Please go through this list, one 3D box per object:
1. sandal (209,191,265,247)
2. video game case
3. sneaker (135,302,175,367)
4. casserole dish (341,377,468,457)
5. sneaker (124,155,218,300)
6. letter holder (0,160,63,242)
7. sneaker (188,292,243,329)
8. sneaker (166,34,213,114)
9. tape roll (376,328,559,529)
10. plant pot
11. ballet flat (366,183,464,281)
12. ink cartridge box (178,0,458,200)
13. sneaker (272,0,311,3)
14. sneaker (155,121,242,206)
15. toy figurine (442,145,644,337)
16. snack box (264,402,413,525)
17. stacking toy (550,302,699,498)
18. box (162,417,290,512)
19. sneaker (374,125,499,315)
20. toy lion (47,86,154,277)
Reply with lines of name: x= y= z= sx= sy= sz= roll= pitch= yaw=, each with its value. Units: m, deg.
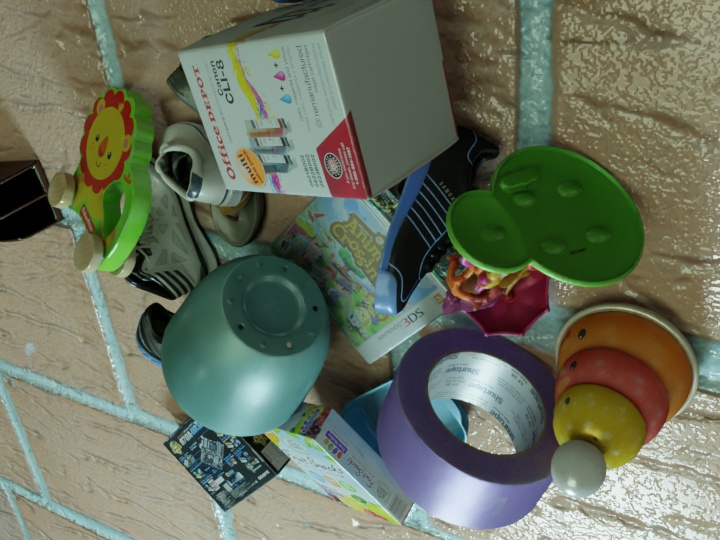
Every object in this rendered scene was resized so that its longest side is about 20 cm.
sandal: x=-0.151 y=-0.109 z=0.962 sx=0.081 sy=0.055 sz=0.201 roll=35 pitch=132 yaw=11
video game case: x=0.000 y=0.000 z=0.951 sx=0.200 sy=0.022 sz=0.182 roll=49 pitch=134 yaw=-2
sneaker: x=-0.208 y=0.108 z=1.032 sx=0.198 sy=0.071 sz=0.083 roll=28 pitch=132 yaw=11
casserole dish: x=0.060 y=0.190 z=1.023 sx=0.122 sy=0.039 sz=0.199 roll=52 pitch=133 yaw=-4
sneaker: x=-0.275 y=-0.053 z=1.044 sx=0.075 sy=0.115 sz=0.202 roll=-17 pitch=108 yaw=40
letter holder: x=-0.588 y=-0.094 z=1.218 sx=0.198 sy=0.142 sz=0.102 roll=3 pitch=120 yaw=33
sneaker: x=-0.166 y=0.103 z=1.097 sx=0.201 sy=0.077 sz=0.147 roll=37 pitch=136 yaw=11
sneaker: x=-0.098 y=-0.183 z=0.859 sx=0.199 sy=0.076 sz=0.115 roll=37 pitch=98 yaw=-20
tape roll: x=0.122 y=0.165 z=0.851 sx=0.199 sy=0.200 sz=0.086 roll=31 pitch=131 yaw=14
plant pot: x=-0.125 y=0.076 z=0.947 sx=0.200 sy=0.201 sz=0.161 roll=44 pitch=144 yaw=2
ballet flat: x=0.046 y=-0.080 z=0.847 sx=0.200 sy=0.074 sz=0.074 roll=44 pitch=134 yaw=-1
ink cartridge box: x=-0.039 y=-0.163 z=0.732 sx=0.198 sy=0.144 sz=0.147 roll=8 pitch=124 yaw=43
sneaker: x=-0.052 y=-0.340 z=0.726 sx=0.075 sy=0.077 sz=0.202 roll=23 pitch=130 yaw=21
sneaker: x=-0.206 y=-0.133 z=0.930 sx=0.199 sy=0.070 sz=0.074 roll=33 pitch=110 yaw=49
toy figurine: x=0.140 y=0.002 z=0.761 sx=0.151 sy=0.198 sz=0.185 roll=63 pitch=152 yaw=24
snack box: x=-0.033 y=0.253 z=1.062 sx=0.141 sy=0.053 sz=0.200 roll=-2 pitch=136 yaw=50
stacking toy: x=0.231 y=0.137 z=0.756 sx=0.145 sy=0.200 sz=0.148 roll=17 pitch=127 yaw=24
box: x=-0.218 y=0.290 z=1.277 sx=0.159 sy=0.046 sz=0.200 roll=47 pitch=134 yaw=0
sneaker: x=0.074 y=-0.046 z=0.779 sx=0.077 sy=0.070 sz=0.202 roll=18 pitch=88 yaw=11
toy lion: x=-0.312 y=-0.123 z=0.999 sx=0.192 sy=0.068 sz=0.201 roll=-52 pitch=52 yaw=23
